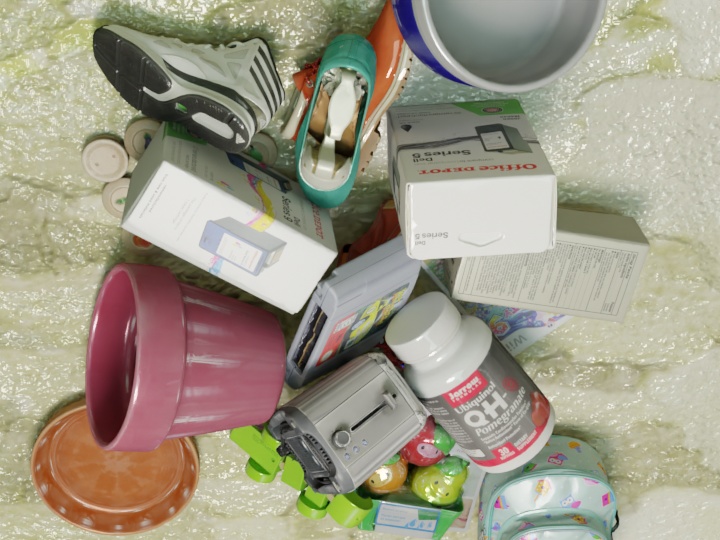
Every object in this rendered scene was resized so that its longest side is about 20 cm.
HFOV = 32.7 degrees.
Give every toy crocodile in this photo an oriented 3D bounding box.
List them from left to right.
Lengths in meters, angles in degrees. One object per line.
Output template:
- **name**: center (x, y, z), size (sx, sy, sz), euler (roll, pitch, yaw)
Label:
- **toy crocodile**: center (-0.073, 0.230, 1.439), size (0.200, 0.062, 0.068), euler (31, 114, 23)

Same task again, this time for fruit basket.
- **fruit basket**: center (0.065, 0.229, 1.461), size (0.185, 0.094, 0.200), euler (10, 124, -8)

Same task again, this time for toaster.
- **toaster**: center (-0.015, 0.166, 1.325), size (0.129, 0.200, 0.114), euler (-35, 89, -18)

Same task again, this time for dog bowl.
- **dog bowl**: center (0.132, -0.273, 1.172), size (0.200, 0.079, 0.200), euler (-5, 104, -21)

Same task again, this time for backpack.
- **backpack**: center (0.229, 0.308, 1.498), size (0.176, 0.153, 0.200), euler (-4, 112, 3)

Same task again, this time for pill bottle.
- **pill bottle**: center (0.117, 0.120, 1.343), size (0.111, 0.111, 0.200), euler (-35, 114, 14)

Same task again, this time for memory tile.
- **memory tile**: center (-0.183, -0.102, 1.312), size (0.200, 0.017, 0.153), euler (-18, 118, 5)

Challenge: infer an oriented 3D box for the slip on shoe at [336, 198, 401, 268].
- **slip on shoe**: center (0.000, 0.000, 1.363), size (0.061, 0.074, 0.200), euler (47, 119, 15)

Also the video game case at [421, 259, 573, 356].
- **video game case**: center (0.165, -0.002, 1.396), size (0.143, 0.018, 0.200), euler (-35, 116, 13)

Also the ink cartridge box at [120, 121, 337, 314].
- **ink cartridge box**: center (-0.131, -0.059, 1.248), size (0.200, 0.145, 0.088), euler (30, 110, -18)

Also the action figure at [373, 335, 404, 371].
- **action figure**: center (0.097, 0.110, 1.436), size (0.200, 0.052, 0.065), euler (22, 119, -14)

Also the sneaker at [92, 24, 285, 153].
- **sneaker**: center (-0.165, -0.202, 1.234), size (0.200, 0.115, 0.076), euler (32, 141, 13)

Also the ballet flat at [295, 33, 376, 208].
- **ballet flat**: center (-0.030, -0.135, 1.210), size (0.067, 0.070, 0.200), euler (14, 125, 1)

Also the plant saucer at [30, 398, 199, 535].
- **plant saucer**: center (-0.293, 0.233, 1.475), size (0.200, 0.032, 0.201), euler (-2, 118, -3)

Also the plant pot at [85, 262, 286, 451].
- **plant pot**: center (-0.186, 0.099, 1.332), size (0.179, 0.200, 0.200), euler (7, 119, -26)

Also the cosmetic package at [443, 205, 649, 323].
- **cosmetic package**: center (0.200, -0.014, 1.340), size (0.200, 0.073, 0.104), euler (9, 118, -10)

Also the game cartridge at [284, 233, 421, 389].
- **game cartridge**: center (-0.006, 0.045, 1.303), size (0.133, 0.041, 0.200), euler (-32, 161, -32)

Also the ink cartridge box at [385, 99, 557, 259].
- **ink cartridge box**: center (0.107, -0.096, 1.235), size (0.145, 0.200, 0.084), euler (-4, 119, -3)

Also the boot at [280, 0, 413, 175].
- **boot**: center (-0.010, -0.200, 1.244), size (0.107, 0.075, 0.200), euler (21, 116, -10)
